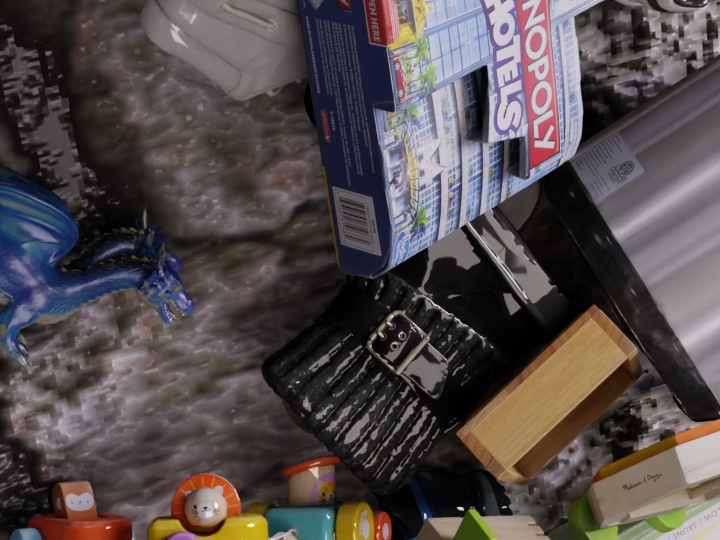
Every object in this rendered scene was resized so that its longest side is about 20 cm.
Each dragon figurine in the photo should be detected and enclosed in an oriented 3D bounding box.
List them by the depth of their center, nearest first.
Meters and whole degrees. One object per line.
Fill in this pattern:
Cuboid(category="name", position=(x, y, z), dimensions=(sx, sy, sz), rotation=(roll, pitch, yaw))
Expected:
Cuboid(category="dragon figurine", position=(-0.182, -0.019, 1.231), dimensions=(0.200, 0.059, 0.100), rotation=(35, 95, -20))

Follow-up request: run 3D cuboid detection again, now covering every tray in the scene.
Cuboid(category="tray", position=(0.108, 0.072, 1.323), dimensions=(0.099, 0.200, 0.037), rotation=(-43, 81, 1))

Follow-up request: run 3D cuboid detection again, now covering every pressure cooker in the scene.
Cuboid(category="pressure cooker", position=(0.222, -0.033, 1.307), dimensions=(0.200, 0.176, 0.179), rotation=(-33, 164, 5))

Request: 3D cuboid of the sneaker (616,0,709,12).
Cuboid(category="sneaker", position=(0.203, -0.226, 1.288), dimensions=(0.074, 0.080, 0.201), rotation=(20, 102, -26))

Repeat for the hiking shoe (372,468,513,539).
Cuboid(category="hiking shoe", position=(0.024, 0.208, 1.415), dimensions=(0.086, 0.074, 0.201), rotation=(10, 99, -16))

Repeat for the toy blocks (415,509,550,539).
Cuboid(category="toy blocks", position=(0.074, 0.212, 1.337), dimensions=(0.136, 0.100, 0.200), rotation=(3, 122, -37))

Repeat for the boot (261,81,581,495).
Cuboid(category="boot", position=(0.000, 0.001, 1.279), dimensions=(0.158, 0.079, 0.211), rotation=(-39, 92, 7))

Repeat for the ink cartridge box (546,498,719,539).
Cuboid(category="ink cartridge box", position=(0.215, 0.215, 1.501), dimensions=(0.145, 0.048, 0.200), rotation=(-29, 117, -9))

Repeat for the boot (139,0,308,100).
Cuboid(category="boot", position=(-0.027, -0.127, 1.200), dimensions=(0.096, 0.074, 0.200), rotation=(-46, 145, 19))

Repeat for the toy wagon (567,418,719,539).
Cuboid(category="toy wagon", position=(0.218, 0.111, 1.369), dimensions=(0.200, 0.155, 0.040), rotation=(-7, 73, -47))

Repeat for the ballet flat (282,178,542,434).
Cuboid(category="ballet flat", position=(0.031, 0.011, 1.342), dimensions=(0.067, 0.046, 0.200), rotation=(39, 97, -1))

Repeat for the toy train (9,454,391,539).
Cuboid(category="toy train", position=(-0.084, 0.132, 1.311), dimensions=(0.199, 0.150, 0.056), rotation=(-2, 89, -29))

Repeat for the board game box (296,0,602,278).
Cuboid(category="board game box", position=(0.063, -0.121, 1.173), dimensions=(0.200, 0.062, 0.201), rotation=(-31, 123, -37))
